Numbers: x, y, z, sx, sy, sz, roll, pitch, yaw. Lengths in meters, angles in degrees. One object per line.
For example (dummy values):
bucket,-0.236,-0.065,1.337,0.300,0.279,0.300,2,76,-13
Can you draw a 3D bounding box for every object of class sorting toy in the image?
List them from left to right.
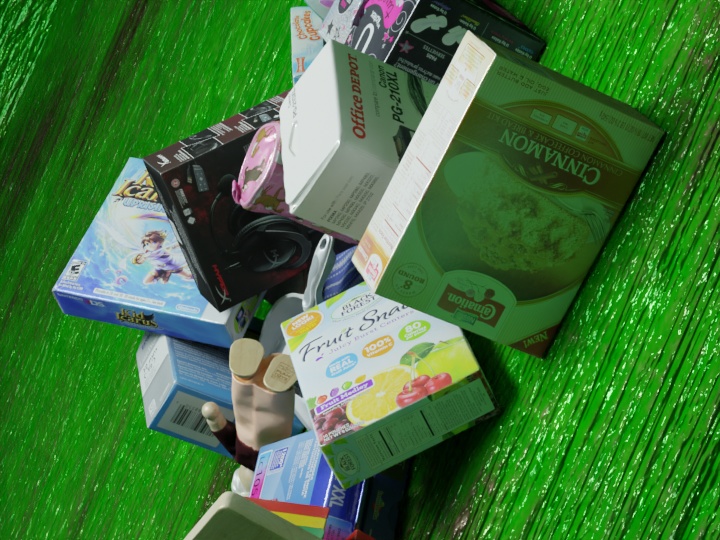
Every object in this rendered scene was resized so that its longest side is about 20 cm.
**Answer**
sorting toy,-0.063,0.261,1.447,0.200,0.199,0.070,-50,16,37

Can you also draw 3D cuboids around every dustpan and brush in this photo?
dustpan and brush,-0.046,0.052,1.686,0.140,0.057,0.200,48,123,43

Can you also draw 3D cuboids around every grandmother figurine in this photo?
grandmother figurine,-0.088,0.153,1.698,0.061,0.121,0.200,-47,-22,-37

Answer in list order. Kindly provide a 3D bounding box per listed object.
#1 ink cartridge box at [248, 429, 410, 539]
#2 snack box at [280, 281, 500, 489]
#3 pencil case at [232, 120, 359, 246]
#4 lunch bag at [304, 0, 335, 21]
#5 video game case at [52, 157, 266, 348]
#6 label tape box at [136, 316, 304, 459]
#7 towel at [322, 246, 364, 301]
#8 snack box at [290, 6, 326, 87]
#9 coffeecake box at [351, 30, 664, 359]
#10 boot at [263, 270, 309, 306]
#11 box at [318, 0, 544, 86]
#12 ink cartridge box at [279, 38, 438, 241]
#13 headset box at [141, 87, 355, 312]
ink cartridge box,-0.028,0.209,1.565,0.200,0.076,0.137,-24,48,57
snack box,0.020,0.079,1.508,0.142,0.053,0.200,-25,30,2
pencil case,-0.012,-0.064,1.601,0.083,0.200,0.087,-9,62,64
lunch bag,0.018,-0.324,1.830,0.077,0.160,0.200,-7,59,36
video game case,-0.179,-0.021,1.819,0.045,0.200,0.181,73,-145,-48
label tape box,-0.146,0.103,1.830,0.066,0.143,0.200,-60,24,19
towel,0.000,0.000,1.751,0.145,0.024,0.200,-45,32,43
snack box,-0.046,-0.151,1.842,0.116,0.037,0.200,-95,1,-48
coffeecake box,0.109,-0.055,1.382,0.200,0.153,0.073,-63,23,14
boot,-0.123,0.001,1.855,0.200,0.146,0.070,-97,7,-58
box,0.057,-0.211,1.665,0.115,0.132,0.200,-61,24,13
ink cartridge box,0.041,-0.085,1.501,0.084,0.200,0.145,-53,27,33
headset box,-0.080,-0.075,1.706,0.200,0.149,0.077,-25,22,-12
